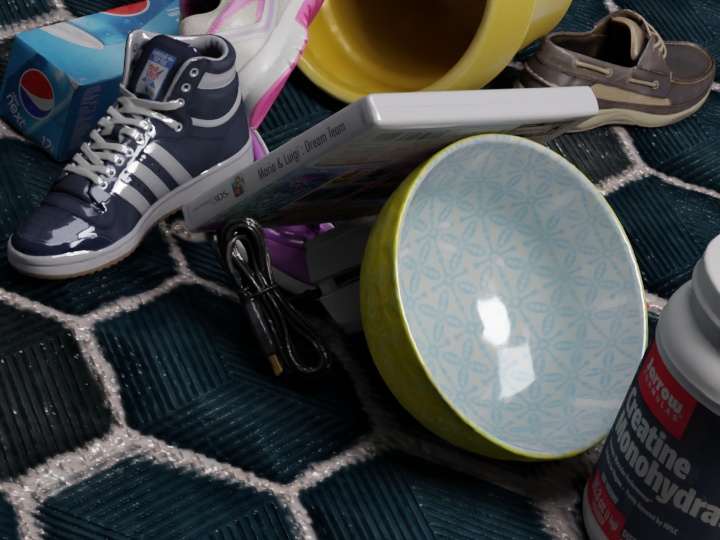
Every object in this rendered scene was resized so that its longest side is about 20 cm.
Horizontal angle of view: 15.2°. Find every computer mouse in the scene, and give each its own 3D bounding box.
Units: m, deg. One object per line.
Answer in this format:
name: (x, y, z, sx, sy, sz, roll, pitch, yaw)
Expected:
computer mouse: (0.000, 0.000, 1.705, 0.200, 0.044, 0.110, -19, 79, -46)

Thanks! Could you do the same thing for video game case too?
video game case: (0.019, -0.069, 1.670, 0.200, 0.182, 0.024, -6, 75, -45)

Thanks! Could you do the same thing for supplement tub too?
supplement tub: (0.223, 0.090, 1.575, 0.140, 0.200, 0.140, 14, 32, -9)

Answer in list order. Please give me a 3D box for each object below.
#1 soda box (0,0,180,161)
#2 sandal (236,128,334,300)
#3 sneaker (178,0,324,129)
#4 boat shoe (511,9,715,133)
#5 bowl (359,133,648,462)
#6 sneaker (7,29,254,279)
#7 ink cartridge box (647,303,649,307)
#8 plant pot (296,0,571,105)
soda box: (-0.150, -0.138, 1.842, 0.068, 0.064, 0.200, 38, 35, 26)
sandal: (-0.065, -0.054, 1.774, 0.082, 0.050, 0.203, -11, 45, -36)
sneaker: (-0.073, -0.183, 1.819, 0.088, 0.081, 0.200, 29, 36, -7)
boat shoe: (0.203, -0.154, 2.049, 0.200, 0.073, 0.074, -14, 46, -42)
bowl: (0.067, 0.027, 1.650, 0.200, 0.108, 0.200, 13, 68, -35)
sneaker: (-0.147, -0.079, 1.684, 0.070, 0.109, 0.200, 24, 42, 33)
ink cartridge box: (0.098, -0.032, 1.831, 0.200, 0.050, 0.109, 36, 35, 25)
plant pot: (0.061, -0.220, 1.973, 0.201, 0.201, 0.189, 36, 24, 24)
